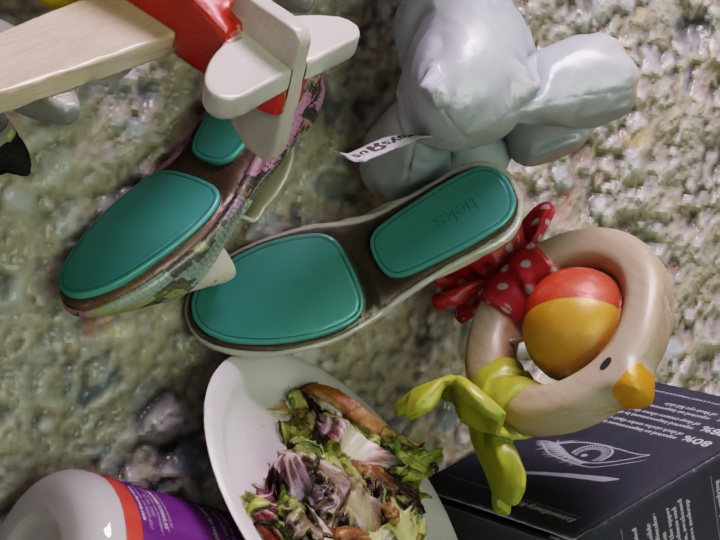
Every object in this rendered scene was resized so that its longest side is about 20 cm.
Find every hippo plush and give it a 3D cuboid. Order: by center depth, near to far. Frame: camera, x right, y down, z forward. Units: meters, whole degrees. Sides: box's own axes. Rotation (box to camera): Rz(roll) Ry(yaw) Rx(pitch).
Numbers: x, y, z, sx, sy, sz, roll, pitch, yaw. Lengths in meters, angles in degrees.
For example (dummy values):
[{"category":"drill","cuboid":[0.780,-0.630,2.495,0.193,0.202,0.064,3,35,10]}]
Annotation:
[{"category":"hippo plush","cuboid":[0.042,-0.138,0.946,0.199,0.159,0.162,-7,74,-42]}]

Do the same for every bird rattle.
[{"category":"bird rattle","cuboid":[0.107,0.036,0.958,0.113,0.162,0.201,53,39,-32]}]

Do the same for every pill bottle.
[{"category":"pill bottle","cuboid":[-0.090,0.180,0.876,0.199,0.112,0.113,24,82,-37]}]

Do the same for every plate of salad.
[{"category":"plate of salad","cuboid":[-0.003,0.120,0.905,0.048,0.201,0.199,-39,130,24]}]

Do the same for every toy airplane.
[{"category":"toy airplane","cuboid":[-0.100,-0.130,0.812,0.199,0.141,0.201,17,53,-24]}]

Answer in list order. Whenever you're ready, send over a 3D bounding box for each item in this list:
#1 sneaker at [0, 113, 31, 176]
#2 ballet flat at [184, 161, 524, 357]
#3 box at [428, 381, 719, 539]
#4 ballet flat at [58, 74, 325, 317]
[{"category":"sneaker","cuboid":[-0.218,-0.003,0.778,0.087,0.073,0.201,36,71,-31]},{"category":"ballet flat","cuboid":[0.000,0.000,0.939,0.199,0.070,0.070,-24,112,-2]},{"category":"box","cuboid":[0.155,0.156,1.040,0.199,0.147,0.105,-23,110,-32]},{"category":"ballet flat","cuboid":[-0.078,-0.039,0.894,0.201,0.069,0.071,-54,143,-19]}]
